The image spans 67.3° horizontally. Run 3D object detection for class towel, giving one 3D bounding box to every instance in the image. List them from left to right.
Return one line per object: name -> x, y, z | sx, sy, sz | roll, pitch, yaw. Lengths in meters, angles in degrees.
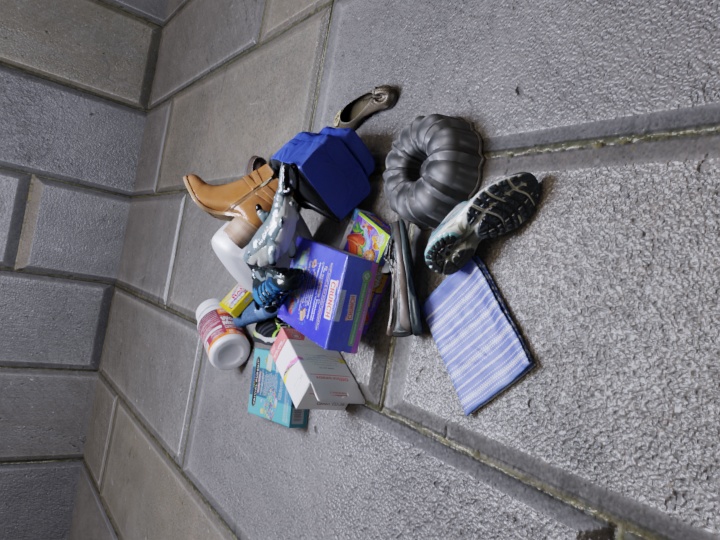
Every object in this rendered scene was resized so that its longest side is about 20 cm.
towel -> -0.209, 0.073, 1.255 | 0.199, 0.049, 0.112 | -20, 29, 40
towel -> 0.165, 0.093, 0.813 | 0.145, 0.024, 0.201 | -50, 45, 35

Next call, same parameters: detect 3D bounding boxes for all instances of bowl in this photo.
bowl -> -0.190, -0.048, 1.157 | 0.200, 0.200, 0.074 | -42, 48, -13

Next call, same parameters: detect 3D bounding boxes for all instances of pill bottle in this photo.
pill bottle -> -0.375, 0.166, 1.452 | 0.200, 0.109, 0.110 | 47, 118, 48

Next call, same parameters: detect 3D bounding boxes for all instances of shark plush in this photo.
shark plush -> -0.165, -0.095, 0.993 | 0.083, 0.091, 0.202 | 21, 120, 15

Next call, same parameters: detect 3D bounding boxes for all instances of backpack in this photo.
backpack -> -0.076, -0.204, 1.105 | 0.168, 0.163, 0.199 | -43, 29, -16

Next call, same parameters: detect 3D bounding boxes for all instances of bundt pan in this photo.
bundt pan -> 0.109, -0.172, 0.916 | 0.201, 0.075, 0.204 | -19, 66, 51

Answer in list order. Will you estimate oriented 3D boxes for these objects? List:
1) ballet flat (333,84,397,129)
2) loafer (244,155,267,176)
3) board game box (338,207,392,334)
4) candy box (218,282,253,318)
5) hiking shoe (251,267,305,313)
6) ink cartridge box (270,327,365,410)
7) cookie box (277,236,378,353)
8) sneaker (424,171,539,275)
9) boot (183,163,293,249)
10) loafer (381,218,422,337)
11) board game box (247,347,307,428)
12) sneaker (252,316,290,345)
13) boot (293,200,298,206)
ballet flat -> -0.002, -0.341, 1.133 | 0.199, 0.046, 0.068 | -5, 76, 53
loafer -> -0.260, -0.216, 1.442 | 0.071, 0.073, 0.202 | -18, 72, 39
board game box -> 0.000, 0.000, 1.042 | 0.134, 0.044, 0.202 | 43, 116, 49
candy box -> -0.255, 0.024, 1.307 | 0.200, 0.026, 0.102 | -50, 25, -15
hiking shoe -> -0.156, 0.038, 1.030 | 0.200, 0.074, 0.088 | 178, 93, -66
ink cartridge box -> -0.085, 0.202, 1.043 | 0.068, 0.116, 0.200 | -61, 39, 21
cookie box -> -0.066, 0.041, 1.017 | 0.199, 0.075, 0.173 | 23, 100, 55
sneaker -> 0.172, -0.085, 0.807 | 0.200, 0.077, 0.087 | -39, 24, 26
boot -> -0.240, -0.159, 1.070 | 0.200, 0.074, 0.155 | 44, 89, 9
loafer -> 0.061, 0.012, 0.912 | 0.062, 0.072, 0.202 | -10, 75, 10
board game box -> -0.183, 0.259, 1.221 | 0.199, 0.047, 0.153 | -4, 78, 53
sneaker -> -0.198, 0.131, 1.254 | 0.199, 0.071, 0.084 | -1, 79, 53
boot -> -0.159, -0.181, 1.294 | 0.130, 0.067, 0.202 | -21, 66, 43
